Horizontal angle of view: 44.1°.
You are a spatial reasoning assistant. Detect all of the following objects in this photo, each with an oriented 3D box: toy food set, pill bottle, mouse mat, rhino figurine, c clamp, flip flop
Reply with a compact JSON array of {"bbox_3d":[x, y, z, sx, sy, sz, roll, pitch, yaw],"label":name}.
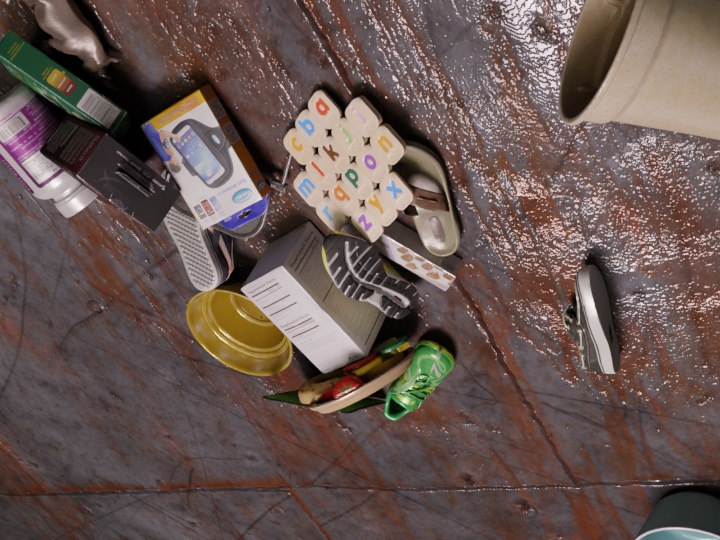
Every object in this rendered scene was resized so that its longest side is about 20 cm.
[{"bbox_3d":[0.000,0.163,1.416,0.049,0.196,0.200,61,162,-1],"label":"toy food set"},{"bbox_3d":[-0.500,-0.186,1.403,0.111,0.113,0.201,-15,123,37],"label":"pill bottle"},{"bbox_3d":[-0.059,0.225,1.544,0.158,0.199,0.008,6,91,23],"label":"mouse mat"},{"bbox_3d":[-0.409,-0.332,1.253,0.087,0.060,0.201,-13,126,39],"label":"rhino figurine"},{"bbox_3d":[-0.200,-0.138,1.334,0.197,0.027,0.173,18,117,8],"label":"c clamp"},{"bbox_3d":[0.084,-0.093,1.228,0.080,0.058,0.202,-3,128,29],"label":"flip flop"}]

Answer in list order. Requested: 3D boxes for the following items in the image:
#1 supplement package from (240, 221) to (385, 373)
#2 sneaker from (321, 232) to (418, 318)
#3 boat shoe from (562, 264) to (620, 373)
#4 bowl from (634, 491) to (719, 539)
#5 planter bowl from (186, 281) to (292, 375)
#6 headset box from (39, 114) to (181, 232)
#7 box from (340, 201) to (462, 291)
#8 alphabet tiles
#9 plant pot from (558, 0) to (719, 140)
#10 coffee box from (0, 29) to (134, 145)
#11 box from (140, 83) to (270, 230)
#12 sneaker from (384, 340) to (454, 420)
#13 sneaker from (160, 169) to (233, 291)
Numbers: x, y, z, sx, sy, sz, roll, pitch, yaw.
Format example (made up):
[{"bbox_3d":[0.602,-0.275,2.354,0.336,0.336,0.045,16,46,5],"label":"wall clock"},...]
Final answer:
[{"bbox_3d":[-0.069,0.044,1.401,0.109,0.114,0.200,-26,115,41],"label":"supplement package"},{"bbox_3d":[0.000,0.000,1.317,0.200,0.078,0.090,42,-178,-43],"label":"sneaker"},{"bbox_3d":[0.321,0.076,1.261,0.063,0.071,0.202,-2,132,27],"label":"boat shoe"},{"bbox_3d":[0.554,0.442,1.469,0.198,0.106,0.203,14,136,14],"label":"bowl"},{"bbox_3d":[-0.191,0.081,1.521,0.197,0.084,0.202,15,135,15],"label":"planter bowl"},{"bbox_3d":[-0.366,-0.143,1.310,0.148,0.076,0.199,40,172,-38],"label":"headset box"},{"bbox_3d":[0.055,-0.041,1.309,0.198,0.042,0.039,30,138,-3],"label":"box"},{"bbox_3d":[-0.017,-0.142,1.225,0.196,0.015,0.200,47,135,4],"label":"alphabet tiles"},{"bbox_3d":[0.325,-0.220,0.904,0.181,0.203,0.202,16,138,-5],"label":"plant pot"},{"bbox_3d":[-0.429,-0.262,1.301,0.199,0.044,0.123,34,173,-6],"label":"coffee box"},{"bbox_3d":[-0.219,-0.153,1.294,0.118,0.042,0.202,-23,103,26],"label":"box"},{"bbox_3d":[0.096,0.189,1.477,0.073,0.084,0.201,28,137,-1],"label":"sneaker"},{"bbox_3d":[-0.259,-0.073,1.421,0.077,0.079,0.203,-11,101,25],"label":"sneaker"}]
